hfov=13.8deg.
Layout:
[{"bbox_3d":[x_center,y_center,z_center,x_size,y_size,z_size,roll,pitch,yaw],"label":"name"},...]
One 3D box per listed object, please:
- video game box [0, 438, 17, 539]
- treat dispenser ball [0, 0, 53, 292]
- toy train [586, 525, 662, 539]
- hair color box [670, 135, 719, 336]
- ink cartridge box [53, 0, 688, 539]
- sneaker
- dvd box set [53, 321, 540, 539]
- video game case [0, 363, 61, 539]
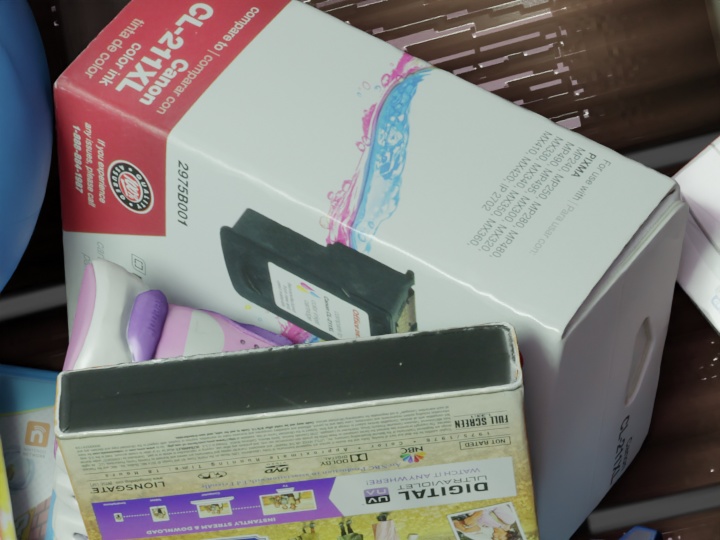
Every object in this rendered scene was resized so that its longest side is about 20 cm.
[{"bbox_3d":[-0.199,0.143,1.046,0.047,0.182,0.200,-24,72,50],"label":"video game box"},{"bbox_3d":[-0.203,-0.050,1.002,0.200,0.201,0.201,-2,82,16],"label":"treat dispenser ball"},{"bbox_3d":[0.040,0.094,1.073,0.200,0.034,0.046,20,67,18],"label":"toy train"},{"bbox_3d":[0.204,-0.038,1.027,0.200,0.064,0.111,-40,76,6],"label":"hair color box"},{"bbox_3d":[0.000,0.000,1.028,0.200,0.146,0.083,27,53,20],"label":"ink cartridge box"},{"bbox_3d":[-0.062,0.082,1.037,0.088,0.200,0.081,7,48,-3],"label":"sneaker"},{"bbox_3d":[-0.011,0.098,0.984,0.146,0.200,0.029,-7,48,4],"label":"dvd box set"},{"bbox_3d":[-0.184,0.131,1.141,0.143,0.018,0.200,7,84,18],"label":"video game case"}]
